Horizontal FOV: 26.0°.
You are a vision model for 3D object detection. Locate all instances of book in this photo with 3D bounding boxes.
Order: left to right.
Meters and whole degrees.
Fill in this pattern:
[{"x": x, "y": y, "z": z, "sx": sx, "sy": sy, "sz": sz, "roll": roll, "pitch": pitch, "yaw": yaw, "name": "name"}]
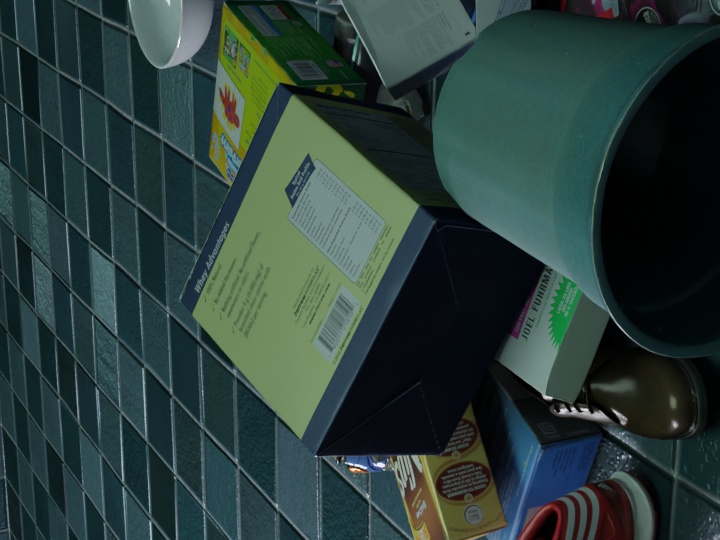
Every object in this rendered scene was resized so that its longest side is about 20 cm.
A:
[{"x": 0.132, "y": 0.007, "z": 1.166, "sx": 0.134, "sy": 0.048, "sz": 0.200, "roll": -69, "pitch": 21, "yaw": 6, "name": "book"}]

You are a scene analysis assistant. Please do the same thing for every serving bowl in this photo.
[{"x": -0.220, "y": -0.345, "z": 1.869, "sx": 0.200, "sy": 0.066, "sz": 0.201, "roll": 171, "pitch": 90, "yaw": -66, "name": "serving bowl"}]

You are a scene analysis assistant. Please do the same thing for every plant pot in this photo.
[{"x": 0.158, "y": -0.073, "z": 0.971, "sx": 0.196, "sy": 0.200, "sz": 0.201, "roll": 29, "pitch": 124, "yaw": 51, "name": "plant pot"}]

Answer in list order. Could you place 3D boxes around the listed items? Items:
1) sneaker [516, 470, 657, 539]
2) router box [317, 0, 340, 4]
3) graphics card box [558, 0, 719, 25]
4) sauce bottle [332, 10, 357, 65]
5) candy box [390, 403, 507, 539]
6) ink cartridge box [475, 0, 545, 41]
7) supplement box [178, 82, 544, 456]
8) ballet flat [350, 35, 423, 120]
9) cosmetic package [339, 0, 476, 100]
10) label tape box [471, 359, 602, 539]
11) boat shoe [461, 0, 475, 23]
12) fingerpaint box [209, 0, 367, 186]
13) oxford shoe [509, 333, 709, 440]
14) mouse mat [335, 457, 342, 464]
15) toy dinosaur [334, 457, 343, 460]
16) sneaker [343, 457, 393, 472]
[{"x": 0.161, "y": 0.256, "z": 1.199, "sx": 0.078, "sy": 0.115, "sz": 0.201, "roll": 24, "pitch": 120, "yaw": 61, "name": "sneaker"}, {"x": -0.004, "y": -0.343, "z": 1.343, "sx": 0.200, "sy": 0.049, "sz": 0.180, "roll": 146, "pitch": 122, "yaw": -79, "name": "router box"}, {"x": 0.201, "y": -0.202, "z": 1.040, "sx": 0.200, "sy": 0.051, "sz": 0.126, "roll": -18, "pitch": 82, "yaw": 64, "name": "graphics card box"}, {"x": -0.015, "y": -0.151, "z": 1.503, "sx": 0.065, "sy": 0.064, "sz": 0.201, "roll": 52, "pitch": 140, "yaw": 46, "name": "sauce bottle"}, {"x": 0.055, "y": 0.126, "z": 1.278, "sx": 0.117, "sy": 0.056, "sz": 0.201, "roll": 122, "pitch": 132, "yaw": -72, "name": "candy box"}, {"x": 0.112, "y": -0.174, "z": 1.158, "sx": 0.094, "sy": 0.044, "sz": 0.201, "roll": -68, "pitch": -22, "yaw": -57, "name": "ink cartridge box"}, {"x": 0.000, "y": 0.000, "z": 1.159, "sx": 0.200, "sy": 0.134, "sz": 0.201, "roll": 44, "pitch": 116, "yaw": 39, "name": "supplement box"}, {"x": 0.025, "y": -0.130, "z": 1.432, "sx": 0.073, "sy": 0.073, "sz": 0.201, "roll": 39, "pitch": 126, "yaw": 55, "name": "ballet flat"}, {"x": 0.013, "y": -0.239, "z": 1.202, "sx": 0.201, "sy": 0.082, "sz": 0.051, "roll": 63, "pitch": -173, "yaw": 9, "name": "cosmetic package"}, {"x": 0.113, "y": 0.124, "z": 1.317, "sx": 0.200, "sy": 0.063, "sz": 0.145, "roll": 56, "pitch": 146, "yaw": 42, "name": "label tape box"}, {"x": 0.075, "y": -0.266, "z": 1.263, "sx": 0.084, "sy": 0.068, "sz": 0.201, "roll": 55, "pitch": 144, "yaw": 44, "name": "boat shoe"}, {"x": -0.072, "y": -0.138, "z": 1.462, "sx": 0.200, "sy": 0.073, "sz": 0.167, "roll": -129, "pitch": 40, "yaw": -51, "name": "fingerpaint box"}, {"x": 0.178, "y": 0.089, "z": 1.148, "sx": 0.200, "sy": 0.084, "sz": 0.073, "roll": 8, "pitch": 103, "yaw": 63, "name": "oxford shoe"}, {"x": -0.009, "y": 0.069, "z": 1.523, "sx": 0.161, "sy": 0.007, "sz": 0.201, "roll": -68, "pitch": -19, "yaw": -68, "name": "mouse mat"}, {"x": -0.036, "y": 0.099, "z": 1.659, "sx": 0.106, "sy": 0.060, "sz": 0.201, "roll": -7, "pitch": 97, "yaw": 41, "name": "toy dinosaur"}, {"x": 0.031, "y": 0.103, "z": 1.480, "sx": 0.075, "sy": 0.078, "sz": 0.201, "roll": -53, "pitch": -33, "yaw": -58, "name": "sneaker"}]
